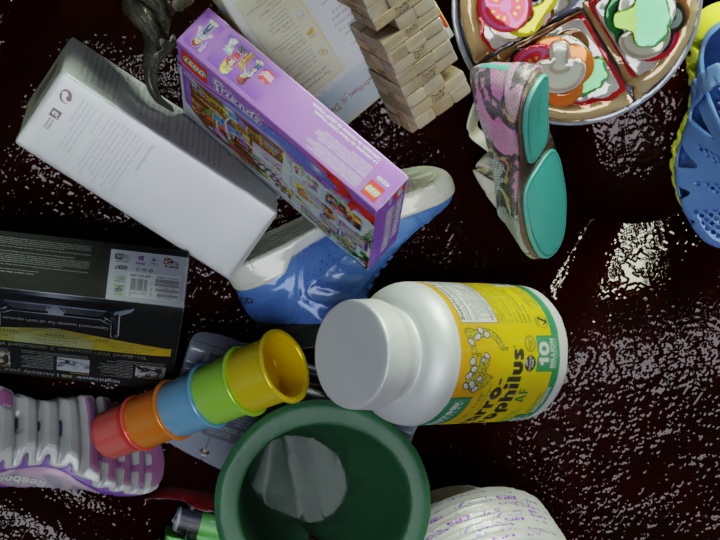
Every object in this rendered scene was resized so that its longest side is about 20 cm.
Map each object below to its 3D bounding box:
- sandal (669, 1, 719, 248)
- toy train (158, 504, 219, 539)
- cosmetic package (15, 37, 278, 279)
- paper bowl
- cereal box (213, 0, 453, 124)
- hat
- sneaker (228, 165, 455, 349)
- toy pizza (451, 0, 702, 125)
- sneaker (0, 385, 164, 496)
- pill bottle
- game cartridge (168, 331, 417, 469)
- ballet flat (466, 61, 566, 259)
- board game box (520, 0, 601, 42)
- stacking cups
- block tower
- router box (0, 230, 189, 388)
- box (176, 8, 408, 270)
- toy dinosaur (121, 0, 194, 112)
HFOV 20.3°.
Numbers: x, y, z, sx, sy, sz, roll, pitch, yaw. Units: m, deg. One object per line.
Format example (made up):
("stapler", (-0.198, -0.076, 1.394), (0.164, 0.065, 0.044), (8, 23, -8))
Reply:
("sandal", (0.292, -0.108, 1.600), (0.079, 0.087, 0.201), (-7, 113, -3))
("toy train", (-0.078, 0.247, 1.739), (0.198, 0.042, 0.057), (14, 100, -9))
("cosmetic package", (-0.164, -0.088, 1.569), (0.199, 0.102, 0.071), (33, 107, -14))
("paper bowl", (0.078, 0.262, 1.695), (0.199, 0.105, 0.202), (-17, 136, -17))
("cereal box", (-0.032, -0.212, 1.517), (0.144, 0.039, 0.200), (-39, 125, -9))
("hat", (-0.054, 0.170, 1.661), (0.199, 0.176, 0.167), (20, 94, -12))
("sneaker", (0.000, 0.000, 1.627), (0.199, 0.077, 0.112), (-26, 110, 6))
("toy pizza", (0.170, -0.207, 1.558), (0.198, 0.032, 0.202), (-2, 112, -4))
("sneaker", (-0.263, 0.151, 1.673), (0.199, 0.081, 0.088), (15, 144, -26))
("pill bottle", (0.063, 0.066, 1.589), (0.199, 0.113, 0.113), (3, 117, -45))
("game cartridge", (-0.061, 0.129, 1.667), (0.199, 0.041, 0.134), (19, 131, -5))
("ballet flat", (0.120, -0.093, 1.594), (0.071, 0.069, 0.201), (20, 147, 27))
("board game box", (0.150, -0.276, 1.559), (0.104, 0.023, 0.201), (4, 111, -7))
("stacking cups", (-0.136, 0.101, 1.597), (0.199, 0.061, 0.061), (-20, 114, 32))
("block tower", (0.020, -0.199, 1.495), (0.058, 0.054, 0.201), (-37, 125, -13))
("router box", (-0.239, 0.031, 1.590), (0.198, 0.053, 0.157), (7, 152, -7))
("box", (-0.053, -0.097, 1.516), (0.200, 0.137, 0.039), (41, 75, 10))
("toy dinosaur", (-0.162, -0.222, 1.528), (0.077, 0.102, 0.201), (-27, 119, -4))
